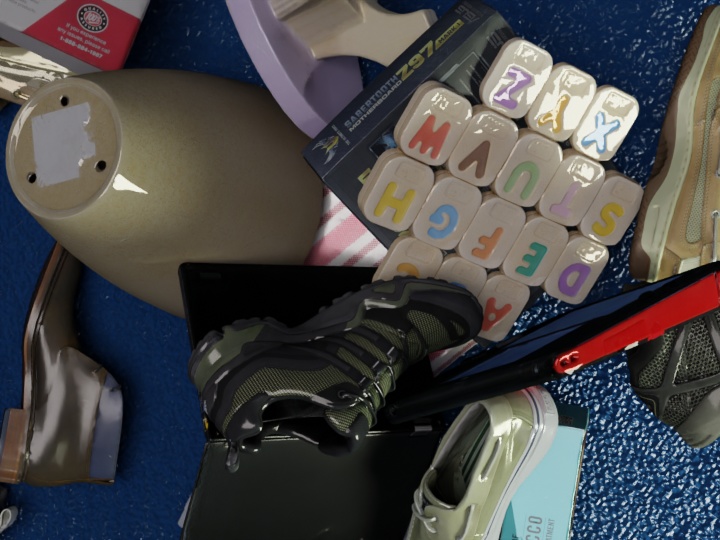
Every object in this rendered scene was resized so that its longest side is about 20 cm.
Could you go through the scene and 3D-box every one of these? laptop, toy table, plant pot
[{"bbox_3d":[-0.049,0.110,0.974,0.116,0.186,0.202,-41,54,50],"label":"laptop"},{"bbox_3d":[-0.015,-0.203,0.958,0.116,0.184,0.201,-21,102,30],"label":"toy table"},{"bbox_3d":[-0.153,-0.066,0.960,0.186,0.200,0.189,-3,82,24],"label":"plant pot"}]

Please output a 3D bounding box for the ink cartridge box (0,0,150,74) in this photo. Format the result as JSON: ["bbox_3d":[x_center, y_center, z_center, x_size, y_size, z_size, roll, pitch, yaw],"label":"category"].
[{"bbox_3d":[-0.212,-0.259,0.987,0.147,0.085,0.201,24,84,-25],"label":"ink cartridge box"}]

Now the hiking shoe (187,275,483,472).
[{"bbox_3d":[-0.005,0.072,0.876,0.198,0.076,0.101,-15,60,-13],"label":"hiking shoe"}]

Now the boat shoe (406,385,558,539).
[{"bbox_3d":[0.067,0.155,0.956,0.072,0.062,0.201,54,131,43],"label":"boat shoe"}]

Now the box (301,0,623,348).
[{"bbox_3d":[0.079,-0.063,0.936,0.158,0.051,0.200,-44,123,3],"label":"box"}]

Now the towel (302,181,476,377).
[{"bbox_3d":[0.000,0.000,1.041,0.146,0.030,0.201,-38,88,14],"label":"towel"}]

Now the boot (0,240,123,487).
[{"bbox_3d":[-0.227,0.077,1.093,0.096,0.075,0.202,13,86,-14],"label":"boot"}]

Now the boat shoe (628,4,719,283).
[{"bbox_3d":[0.244,-0.082,0.939,0.076,0.072,0.202,14,85,16],"label":"boat shoe"}]

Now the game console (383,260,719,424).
[{"bbox_3d":[0.128,0.047,0.884,0.200,0.176,0.031,-27,83,57],"label":"game console"}]

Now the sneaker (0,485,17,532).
[{"bbox_3d":[-0.359,0.156,1.115,0.129,0.079,0.200,-39,80,8],"label":"sneaker"}]

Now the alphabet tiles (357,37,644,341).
[{"bbox_3d":[0.099,-0.048,0.912,0.199,0.015,0.197,21,108,-31],"label":"alphabet tiles"}]

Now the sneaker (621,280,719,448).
[{"bbox_3d":[0.257,0.018,0.954,0.114,0.076,0.200,38,108,1],"label":"sneaker"}]

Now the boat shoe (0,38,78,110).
[{"bbox_3d":[-0.299,-0.154,1.077,0.198,0.072,0.066,11,96,7],"label":"boat shoe"}]

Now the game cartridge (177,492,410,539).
[{"bbox_3d":[-0.031,0.193,1.060,0.199,0.042,0.134,31,97,9],"label":"game cartridge"}]

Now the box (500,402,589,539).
[{"bbox_3d":[0.129,0.201,0.998,0.049,0.082,0.202,9,97,11],"label":"box"}]
